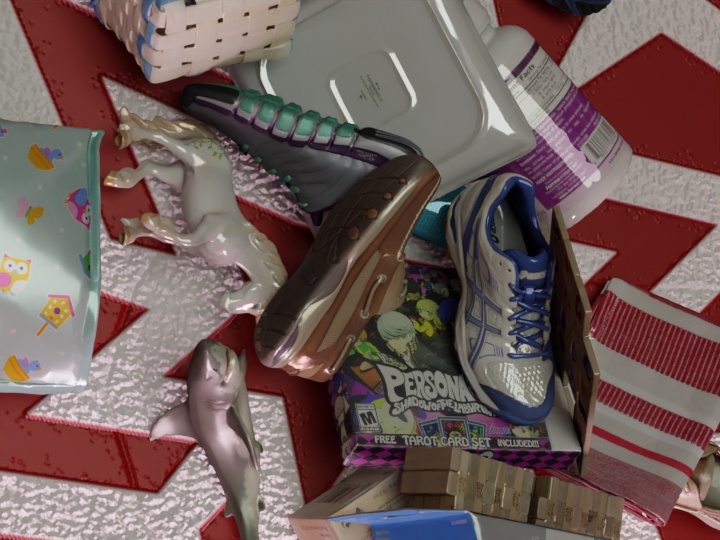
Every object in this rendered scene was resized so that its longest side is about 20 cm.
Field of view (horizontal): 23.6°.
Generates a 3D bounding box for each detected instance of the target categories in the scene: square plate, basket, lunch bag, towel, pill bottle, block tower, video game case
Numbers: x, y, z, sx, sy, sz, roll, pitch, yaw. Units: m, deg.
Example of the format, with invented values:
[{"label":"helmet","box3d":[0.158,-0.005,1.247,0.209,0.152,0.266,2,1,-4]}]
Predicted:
[{"label":"square plate","box3d":[0.011,-0.142,1.389,0.198,0.028,0.200,-28,90,9]},{"label":"basket","box3d":[-0.135,-0.254,1.353,0.176,0.139,0.200,-17,54,-23]},{"label":"lunch bag","box3d":[-0.279,-0.007,1.260,0.170,0.122,0.200,6,75,-23]},{"label":"towel","box3d":[0.234,0.105,1.463,0.144,0.023,0.200,25,62,18]},{"label":"pill bottle","box3d":[0.126,-0.134,1.452,0.200,0.112,0.112,46,69,-11]},{"label":"block tower","box3d":[0.120,0.184,1.346,0.200,0.058,0.054,21,73,-37]},{"label":"video game case","box3d":[0.066,0.076,1.396,0.200,0.036,0.181,4,51,-22]}]

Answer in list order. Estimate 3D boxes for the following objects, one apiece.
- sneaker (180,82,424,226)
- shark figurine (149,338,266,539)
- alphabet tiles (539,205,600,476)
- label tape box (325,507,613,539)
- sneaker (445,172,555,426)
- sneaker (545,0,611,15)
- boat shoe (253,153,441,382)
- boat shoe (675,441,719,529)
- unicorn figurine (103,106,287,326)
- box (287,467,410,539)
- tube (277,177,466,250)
[{"label":"sneaker","box3d":[-0.054,-0.084,1.354,0.200,0.074,0.088,18,102,6]},{"label":"shark figurine","box3d":[-0.119,0.146,1.345,0.089,0.128,0.215,-8,105,1]},{"label":"alphabet tiles","box3d":[0.163,0.045,1.372,0.008,0.200,0.167,-10,56,-4]},{"label":"label tape box","box3d":[0.090,0.221,1.269,0.200,0.143,0.066,13,73,-27]},{"label":"sneaker","box3d":[0.117,0.021,1.352,0.075,0.088,0.200,-9,79,-24]},{"label":"sneaker","box3d":[0.139,-0.302,1.511,0.200,0.076,0.077,32,49,-16]},{"label":"boat shoe","box3d":[0.000,0.000,1.318,0.072,0.076,0.200,33,103,-25]},{"label":"boat shoe","box3d":[0.277,0.171,1.483,0.200,0.072,0.076,17,76,-12]},{"label":"unicorn figurine","box3d":[-0.124,-0.040,1.341,0.137,0.074,0.200,7,67,-34]},{"label":"box","box3d":[0.034,0.261,1.371,0.078,0.095,0.200,-31,94,-23]},{"label":"tube","box3d":[0.036,-0.065,1.440,0.200,0.050,0.078,26,74,-9]}]
